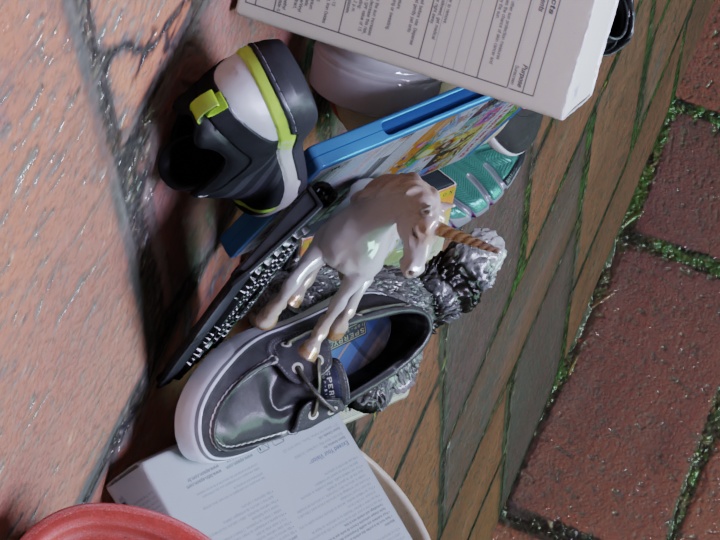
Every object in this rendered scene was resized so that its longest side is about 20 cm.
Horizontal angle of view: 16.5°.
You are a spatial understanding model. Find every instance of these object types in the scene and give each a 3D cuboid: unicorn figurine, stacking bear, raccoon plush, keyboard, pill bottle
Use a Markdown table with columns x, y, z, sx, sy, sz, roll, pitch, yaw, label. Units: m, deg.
| x | y | z | sx | sy | sz | roll | pitch | yaw | label |
| --- | --- | --- | --- | --- | --- | --- | --- | --- | --- |
| 0.001 | -0.012 | 1.470 | 0.137 | 0.074 | 0.200 | -54 | -163 | 15 | unicorn figurine |
| -0.146 | 0.202 | 1.388 | 0.121 | 0.114 | 0.200 | -53 | 175 | -18 | stacking bear |
| 0.000 | 0.000 | 1.676 | 0.200 | 0.097 | 0.134 | -50 | 142 | -25 | raccoon plush |
| -0.059 | 0.001 | 1.467 | 0.127 | 0.021 | 0.200 | -50 | -179 | -27 | keyboard |
| 0.029 | -0.198 | 1.517 | 0.111 | 0.111 | 0.200 | -49 | 156 | -61 | pill bottle |

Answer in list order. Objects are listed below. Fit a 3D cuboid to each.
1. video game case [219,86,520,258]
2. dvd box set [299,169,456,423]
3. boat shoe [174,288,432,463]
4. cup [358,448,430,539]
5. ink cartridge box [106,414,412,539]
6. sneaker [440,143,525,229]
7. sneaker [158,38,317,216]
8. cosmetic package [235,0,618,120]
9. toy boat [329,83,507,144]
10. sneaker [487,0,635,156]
| x | y | z | sx | sy | sz | roll | pitch | yaw | label |
| --- | --- | --- | --- | --- | --- | --- | --- | --- | --- |
| 0.020 | -0.074 | 1.548 | 0.200 | 0.018 | 0.143 | -24 | 170 | -32 | video game case |
| -0.009 | 0.030 | 1.785 | 0.146 | 0.029 | 0.200 | -22 | 137 | -36 | dvd box set |
| -0.029 | 0.066 | 1.543 | 0.200 | 0.066 | 0.070 | -25 | 112 | -45 | boat shoe |
| -0.065 | 0.219 | 1.666 | 0.143 | 0.200 | 0.200 | -43 | -172 | 38 | cup |
| -0.040 | 0.183 | 1.558 | 0.041 | 0.200 | 0.200 | -37 | 171 | 35 | ink cartridge box |
| 0.039 | -0.041 | 1.889 | 0.200 | 0.074 | 0.088 | -39 | 171 | -15 | sneaker |
| -0.079 | -0.074 | 1.392 | 0.083 | 0.072 | 0.200 | -26 | 166 | -12 | sneaker |
| 0.043 | -0.167 | 1.408 | 0.087 | 0.200 | 0.103 | -37 | 145 | -68 | cosmetic package |
| 0.044 | -0.177 | 1.679 | 0.131 | 0.130 | 0.200 | -104 | -159 | -53 | toy boat |
| 0.134 | -0.149 | 1.717 | 0.071 | 0.099 | 0.200 | -31 | 139 | -37 | sneaker |
